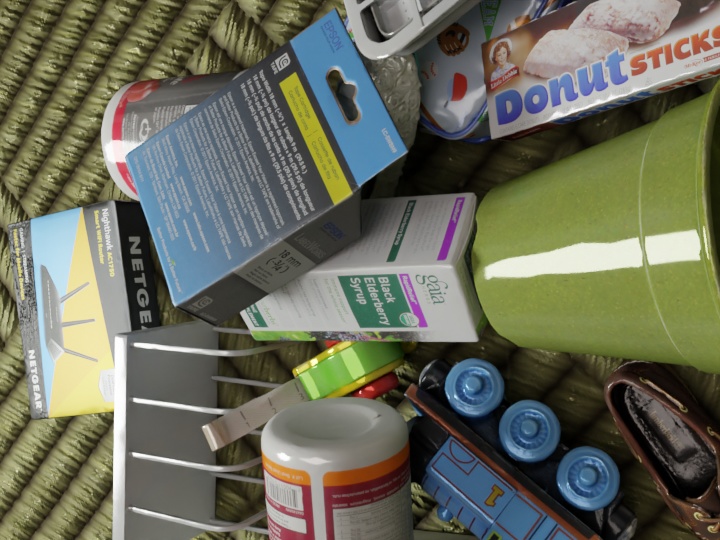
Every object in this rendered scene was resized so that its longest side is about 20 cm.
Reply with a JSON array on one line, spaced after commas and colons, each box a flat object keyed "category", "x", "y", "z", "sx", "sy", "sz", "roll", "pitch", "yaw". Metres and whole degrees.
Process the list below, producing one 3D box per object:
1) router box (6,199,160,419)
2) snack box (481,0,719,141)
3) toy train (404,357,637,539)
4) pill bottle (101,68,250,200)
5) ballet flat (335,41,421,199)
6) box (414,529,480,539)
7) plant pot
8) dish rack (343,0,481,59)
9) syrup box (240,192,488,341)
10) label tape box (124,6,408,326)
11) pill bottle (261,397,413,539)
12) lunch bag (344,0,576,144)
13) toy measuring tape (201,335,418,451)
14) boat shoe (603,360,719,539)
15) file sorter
[{"category": "router box", "x": -0.274, "y": 0.041, "z": 0.973, "sx": 0.148, "sy": 0.051, "sz": 0.203, "roll": -10, "pitch": 88, "yaw": 27}, {"category": "snack box", "x": 0.160, "y": -0.142, "z": 0.627, "sx": 0.199, "sy": 0.024, "sz": 0.073, "roll": -12, "pitch": 82, "yaw": 50}, {"category": "toy train", "x": 0.108, "y": 0.155, "z": 0.735, "sx": 0.199, "sy": 0.087, "sz": 0.114, "roll": 38, "pitch": 79, "yaw": 21}, {"category": "pill bottle", "x": -0.118, "y": -0.117, "z": 0.847, "sx": 0.198, "sy": 0.110, "sz": 0.112, "roll": 1, "pitch": 93, "yaw": 28}, {"category": "ballet flat", "x": 0.003, "y": -0.095, "z": 0.757, "sx": 0.071, "sy": 0.072, "sz": 0.201, "roll": 33, "pitch": 142, "yaw": 23}, {"category": "box", "x": 0.029, "y": 0.263, "z": 0.810, "sx": 0.198, "sy": 0.068, "sz": 0.083, "roll": -4, "pitch": 92, "yaw": 28}, {"category": "plant pot", "x": 0.182, "y": -0.015, "z": 0.660, "sx": 0.188, "sy": 0.199, "sz": 0.203, "roll": -8, "pitch": 89, "yaw": 40}, {"category": "dish rack", "x": 0.067, "y": -0.250, "z": 0.661, "sx": 0.199, "sy": 0.043, "sz": 0.173, "roll": -34, "pitch": 56, "yaw": 33}, {"category": "syrup box", "x": 0.000, "y": 0.000, "z": 0.751, "sx": 0.198, "sy": 0.082, "sz": 0.079, "roll": -1, "pitch": 135, "yaw": 26}, {"category": "label tape box", "x": -0.063, "y": -0.073, "z": 0.713, "sx": 0.199, "sy": 0.063, "sz": 0.145, "roll": -31, "pitch": 62, "yaw": 12}, {"category": "pill bottle", "x": -0.013, "y": 0.206, "z": 0.721, "sx": 0.108, "sy": 0.109, "sz": 0.203, "roll": 4, "pitch": 105, "yaw": 28}, {"category": "lunch bag", "x": 0.083, "y": -0.202, "z": 0.756, "sx": 0.160, "sy": 0.075, "sz": 0.201, "roll": 36, "pitch": 108, "yaw": 20}, {"category": "toy measuring tape", "x": -0.029, "y": 0.086, "z": 0.771, "sx": 0.073, "sy": 0.198, "sz": 0.074, "roll": 39, "pitch": 141, "yaw": 40}, {"category": "boat shoe", "x": 0.245, "y": 0.151, "z": 0.687, "sx": 0.070, "sy": 0.070, "sz": 0.200, "roll": -47, "pitch": 72, "yaw": 21}, {"category": "file sorter", "x": -0.126, "y": 0.154, "z": 0.851, "sx": 0.123, "sy": 0.138, "sz": 0.203, "roll": 4, "pitch": 94, "yaw": 26}]
